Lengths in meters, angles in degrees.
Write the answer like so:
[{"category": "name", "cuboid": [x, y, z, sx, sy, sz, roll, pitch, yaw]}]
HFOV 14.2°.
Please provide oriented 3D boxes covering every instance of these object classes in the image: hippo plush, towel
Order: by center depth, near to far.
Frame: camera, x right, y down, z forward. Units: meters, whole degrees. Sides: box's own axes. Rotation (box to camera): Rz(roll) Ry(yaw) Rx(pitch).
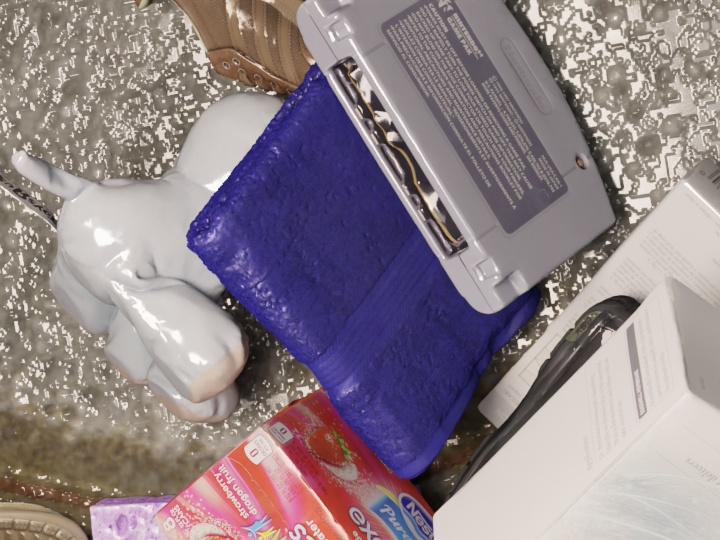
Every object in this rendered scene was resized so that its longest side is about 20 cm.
[{"category": "towel", "cuboid": [0.000, 0.000, 1.619, 0.200, 0.050, 0.148, 49, 60, -24]}, {"category": "hippo plush", "cuboid": [-0.095, -0.029, 1.677, 0.161, 0.159, 0.200, -41, 99, -16]}]

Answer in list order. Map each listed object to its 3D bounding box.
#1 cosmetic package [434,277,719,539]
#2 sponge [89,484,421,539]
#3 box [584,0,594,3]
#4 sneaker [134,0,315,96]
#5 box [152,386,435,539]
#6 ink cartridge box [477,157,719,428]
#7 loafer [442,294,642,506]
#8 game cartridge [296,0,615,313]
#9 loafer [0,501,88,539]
[{"category": "cosmetic package", "cuboid": [0.178, 0.151, 1.559, 0.199, 0.123, 0.200, 34, 115, -18]}, {"category": "sponge", "cuboid": [-0.057, 0.188, 1.721, 0.200, 0.030, 0.112, -4, 94, 14]}, {"category": "box", "cuboid": [0.188, -0.248, 1.557, 0.200, 0.097, 0.124, -24, 80, -5]}, {"category": "sneaker", "cuboid": [-0.044, -0.134, 1.683, 0.200, 0.070, 0.076, 40, 119, 12]}, {"category": "box", "cuboid": [-0.007, 0.177, 1.636, 0.100, 0.095, 0.200, -41, 84, 28]}, {"category": "ink cartridge box", "cuboid": [0.188, 0.060, 1.656, 0.163, 0.057, 0.200, 44, 124, 7]}, {"category": "loafer", "cuboid": [0.112, 0.104, 1.640, 0.070, 0.068, 0.201, 44, 116, 17]}, {"category": "game cartridge", "cuboid": [0.058, -0.087, 1.620, 0.041, 0.133, 0.200, -28, 95, 48]}, {"category": "loafer", "cuboid": [-0.260, 0.172, 1.747, 0.200, 0.068, 0.076, -7, 110, 3]}]
